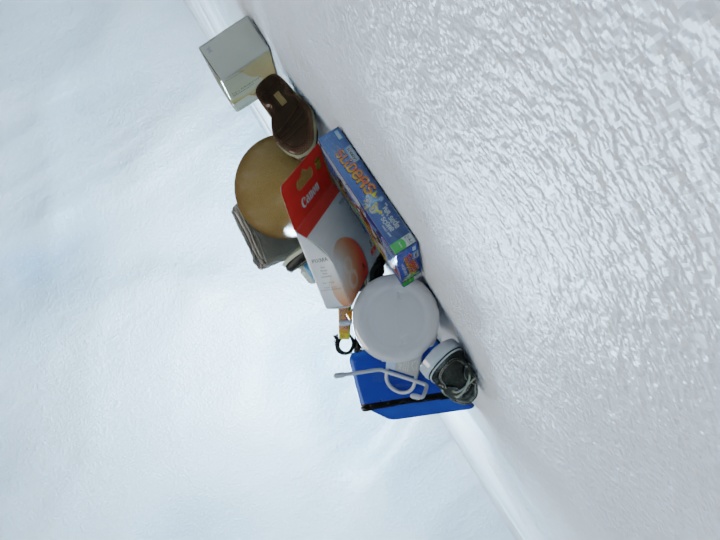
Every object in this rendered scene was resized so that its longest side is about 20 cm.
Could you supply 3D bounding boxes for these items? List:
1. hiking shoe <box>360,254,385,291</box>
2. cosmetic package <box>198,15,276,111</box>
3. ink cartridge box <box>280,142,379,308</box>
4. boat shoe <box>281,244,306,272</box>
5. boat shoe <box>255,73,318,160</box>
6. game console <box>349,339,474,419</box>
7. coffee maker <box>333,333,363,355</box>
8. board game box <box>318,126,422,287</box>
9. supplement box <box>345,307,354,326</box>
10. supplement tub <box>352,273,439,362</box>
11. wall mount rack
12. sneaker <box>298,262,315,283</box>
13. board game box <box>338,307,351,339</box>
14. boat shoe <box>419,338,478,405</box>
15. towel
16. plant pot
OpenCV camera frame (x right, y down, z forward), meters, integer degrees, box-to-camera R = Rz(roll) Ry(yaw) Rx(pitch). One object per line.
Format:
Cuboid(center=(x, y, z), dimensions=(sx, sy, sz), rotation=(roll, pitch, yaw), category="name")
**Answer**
Cuboid(center=(0.000, 0.000, 1.376), dimensions=(0.200, 0.086, 0.075), rotation=(-8, -79, -84), category="hiking shoe")
Cuboid(center=(-0.210, -0.360, 1.327), dimensions=(0.071, 0.105, 0.200), rotation=(56, 179, 1), category="cosmetic package")
Cuboid(center=(-0.038, -0.070, 1.107), dimensions=(0.163, 0.050, 0.202), rotation=(-60, -41, -53), category="ink cartridge box")
Cuboid(center=(-0.054, -0.039, 1.261), dimensions=(0.068, 0.199, 0.072), rotation=(54, -149, -10), category="boat shoe")
Cuboid(center=(-0.104, -0.239, 1.206), dimensions=(0.075, 0.074, 0.203), rotation=(45, -164, -49), category="boat shoe")
Cuboid(center=(0.101, 0.219, 1.482), dimensions=(0.118, 0.198, 0.173), rotation=(-18, -86, -63), category="game console")
Cuboid(center=(0.066, 0.200, 1.631), dimensions=(0.200, 0.190, 0.136), rotation=(-131, 23, -62), category="coffee maker")
Cuboid(center=(0.015, -0.084, 1.029), dimensions=(0.201, 0.034, 0.136), rotation=(57, 176, 19), category="board game box")
Cuboid(center=(0.046, 0.093, 1.484), dimensions=(0.074, 0.125, 0.200), rotation=(58, 176, 11), category="supplement box")
Cuboid(center=(0.051, 0.076, 1.176), dimensions=(0.133, 0.131, 0.200), rotation=(57, 178, 4), category="supplement tub")
Cuboid(center=(0.047, 0.151, 1.363), dimensions=(0.075, 0.172, 0.202), rotation=(-51, -29, -59), category="wall mount rack")
Cuboid(center=(-0.039, -0.055, 1.382), dimensions=(0.079, 0.089, 0.201), rotation=(52, -141, -26), category="sneaker")
Cuboid(center=(-0.031, 0.028, 1.513), dimensions=(0.096, 0.030, 0.202), rotation=(-86, -1, -65), category="board game box")
Cuboid(center=(0.149, 0.160, 1.148), dimensions=(0.071, 0.072, 0.200), rotation=(46, -178, 26), category="boat shoe")
Cuboid(center=(-0.159, -0.081, 1.420), dimensions=(0.200, 0.034, 0.134), rotation=(-23, -91, -58), category="towel")
Cuboid(center=(-0.101, -0.141, 1.261), dimensions=(0.187, 0.186, 0.200), rotation=(59, 164, -17), category="plant pot")
